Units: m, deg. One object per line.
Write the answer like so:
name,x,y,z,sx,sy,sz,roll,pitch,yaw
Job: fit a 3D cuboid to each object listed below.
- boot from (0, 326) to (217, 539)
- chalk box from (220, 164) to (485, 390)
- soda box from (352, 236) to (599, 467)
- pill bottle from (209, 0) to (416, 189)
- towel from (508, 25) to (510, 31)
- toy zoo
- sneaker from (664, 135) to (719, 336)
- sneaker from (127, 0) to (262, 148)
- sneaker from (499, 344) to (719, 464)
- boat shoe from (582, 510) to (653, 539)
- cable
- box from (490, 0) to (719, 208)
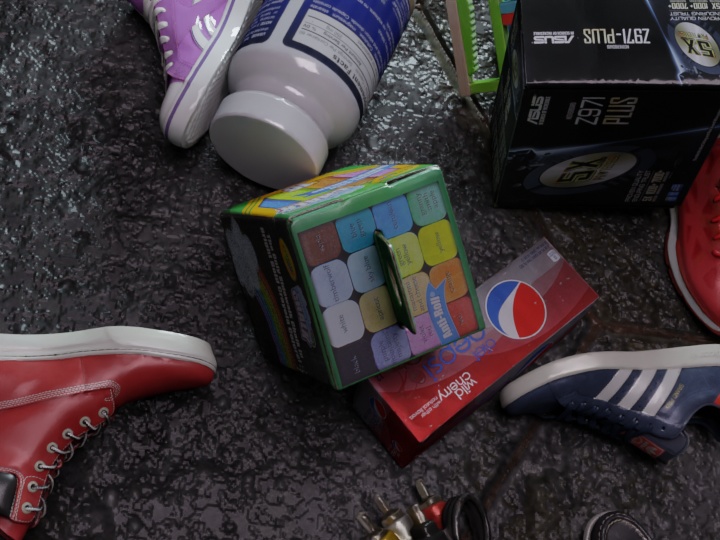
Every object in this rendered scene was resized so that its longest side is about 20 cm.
boot,-0.198,0.117,0.920,0.198,0.073,0.146,-4,67,-6
chalk box,0.000,0.000,0.928,0.123,0.200,0.126,-21,103,-21
soda box,0.089,0.062,1.015,0.199,0.064,0.070,-35,76,-24
pill bottle,-0.039,-0.171,1.061,0.115,0.116,0.201,26,63,-1
towel,0.216,-0.230,1.110,0.144,0.201,0.024,39,39,8
toy zoo,0.169,-0.223,1.090,0.198,0.020,0.133,-4,106,22
sneaker,0.306,-0.052,1.089,0.078,0.116,0.202,-7,66,-15
sneaker,-0.155,-0.190,1.073,0.113,0.073,0.202,17,53,-1
sneaker,0.208,0.110,1.018,0.198,0.075,0.085,-5,72,-12
boat shoe,0.222,0.268,0.955,0.073,0.060,0.202,-10,69,-16
cable,0.074,0.246,0.954,0.097,0.050,0.202,-21,84,-39
box,0.194,-0.130,1.036,0.162,0.200,0.087,1,66,-2
